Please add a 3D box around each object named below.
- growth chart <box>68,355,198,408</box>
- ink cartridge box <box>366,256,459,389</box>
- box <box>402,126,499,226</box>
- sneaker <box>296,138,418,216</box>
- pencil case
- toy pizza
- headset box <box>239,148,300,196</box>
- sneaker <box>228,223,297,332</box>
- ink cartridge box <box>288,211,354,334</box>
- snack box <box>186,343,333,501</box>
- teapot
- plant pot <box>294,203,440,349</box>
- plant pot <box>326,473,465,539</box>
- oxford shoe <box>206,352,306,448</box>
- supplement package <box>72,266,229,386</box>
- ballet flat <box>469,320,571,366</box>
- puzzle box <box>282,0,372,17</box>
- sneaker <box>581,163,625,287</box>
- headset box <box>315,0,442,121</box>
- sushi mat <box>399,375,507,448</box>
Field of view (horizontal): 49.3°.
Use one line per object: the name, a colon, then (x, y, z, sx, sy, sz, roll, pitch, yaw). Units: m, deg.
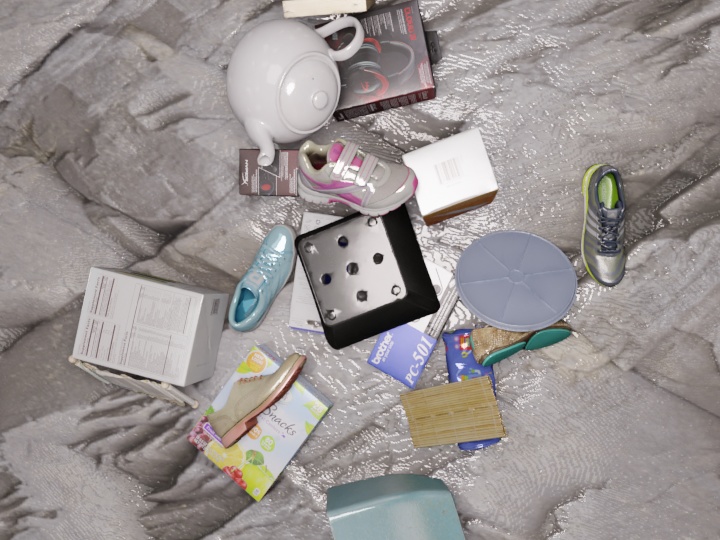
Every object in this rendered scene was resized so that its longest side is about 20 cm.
growth chart: (-0.382, 0.194, 1.336, 0.196, 0.145, 0.018, 12, 69, 12)
ink cartridge box: (0.096, 0.087, 1.321, 0.093, 0.044, 0.203, 27, 93, 8)
box: (0.142, -0.142, 1.241, 0.122, 0.200, 0.099, -20, 87, 7)
sneaker: (-0.013, -0.140, 1.135, 0.196, 0.089, 0.083, 7, 57, 21)
pencil case: (0.188, 0.191, 1.293, 0.085, 0.078, 0.205, -7, 88, -5)
toy pizza: (0.250, 0.018, 1.270, 0.195, 0.032, 0.203, -1, 52, 2)
headset box: (-0.087, -0.160, 1.293, 0.195, 0.149, 0.077, 2, 97, 6)
sneaker: (-0.165, 0.015, 1.336, 0.073, 0.082, 0.204, 22, 92, 6)
ink cartridge box: (-0.062, 0.007, 1.346, 0.097, 0.039, 0.205, 9, 89, 7)
snack box: (-0.171, 0.257, 1.341, 0.168, 0.068, 0.201, 37, 92, 7)
teapot: (-0.097, -0.282, 1.196, 0.145, 0.195, 0.204, 30, 124, 42)
plant pot: (0.000, 0.000, 1.228, 0.196, 0.177, 0.204, -20, 84, 6)
plant pot: (0.066, 0.429, 1.254, 0.196, 0.196, 0.200, -19, 87, -3)
oxford shoe: (-0.171, 0.197, 1.275, 0.200, 0.071, 0.074, -45, 81, 3)
supplement package: (-0.347, 0.091, 1.322, 0.196, 0.152, 0.154, 13, 90, 7)
ballet flat: (0.256, 0.098, 1.260, 0.197, 0.071, 0.066, -10, 57, -33)
puzzle box: (-0.046, -0.436, 1.273, 0.130, 0.201, 0.026, -2, 112, 7)
sneaker: (0.395, -0.075, 1.269, 0.072, 0.081, 0.205, -6, 88, 7)
headset box: (0.036, -0.351, 1.312, 0.196, 0.075, 0.152, -11, 87, 7)
sushi mat: (0.146, 0.232, 1.267, 0.198, 0.012, 0.098, -20, 81, 44)
